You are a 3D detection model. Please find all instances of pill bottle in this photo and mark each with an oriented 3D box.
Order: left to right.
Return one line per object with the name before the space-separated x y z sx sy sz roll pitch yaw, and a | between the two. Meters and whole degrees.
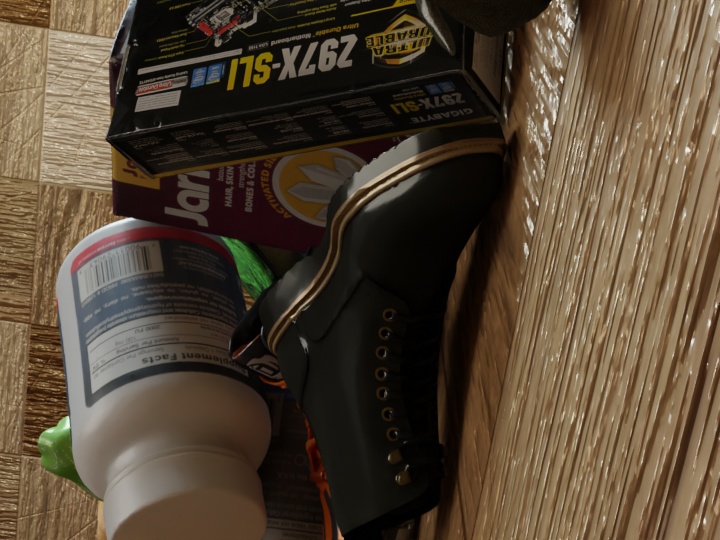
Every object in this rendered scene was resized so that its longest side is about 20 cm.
pill bottle | -0.117 0.076 0.823 0.120 0.119 0.201 101 160 -47
pill bottle | -0.035 0.167 0.875 0.114 0.113 0.201 111 167 -78

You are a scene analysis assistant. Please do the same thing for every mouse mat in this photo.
mouse mat | -0.075 0.004 0.968 0.008 0.161 0.200 -40 13 -11

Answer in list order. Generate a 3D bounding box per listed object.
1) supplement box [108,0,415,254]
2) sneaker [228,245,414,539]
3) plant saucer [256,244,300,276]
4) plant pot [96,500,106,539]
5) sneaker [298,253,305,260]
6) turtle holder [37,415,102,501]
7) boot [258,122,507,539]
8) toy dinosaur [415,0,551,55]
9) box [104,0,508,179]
supplement box | -0.042 -0.092 0.819 0.131 0.199 0.104 99 -178 -49
sneaker | -0.025 0.081 0.774 0.077 0.111 0.201 -24 55 57
plant saucer | -0.089 -0.070 0.992 0.201 0.035 0.200 60 177 5
plant pot | -0.122 0.223 1.196 0.200 0.182 0.202 -7 -90 -76
sneaker | 0.000 0.000 0.934 0.200 0.086 0.075 -101 20 -78
turtle holder | -0.129 0.125 0.991 0.141 0.185 0.132 -49 -47 -23
boot | 0.027 0.037 0.634 0.200 0.077 0.139 -54 48 53
toy dinosaur | 0.055 -0.132 0.481 0.103 0.076 0.201 83 -175 -50
box | -0.023 -0.137 0.686 0.049 0.199 0.161 42 -133 -53
